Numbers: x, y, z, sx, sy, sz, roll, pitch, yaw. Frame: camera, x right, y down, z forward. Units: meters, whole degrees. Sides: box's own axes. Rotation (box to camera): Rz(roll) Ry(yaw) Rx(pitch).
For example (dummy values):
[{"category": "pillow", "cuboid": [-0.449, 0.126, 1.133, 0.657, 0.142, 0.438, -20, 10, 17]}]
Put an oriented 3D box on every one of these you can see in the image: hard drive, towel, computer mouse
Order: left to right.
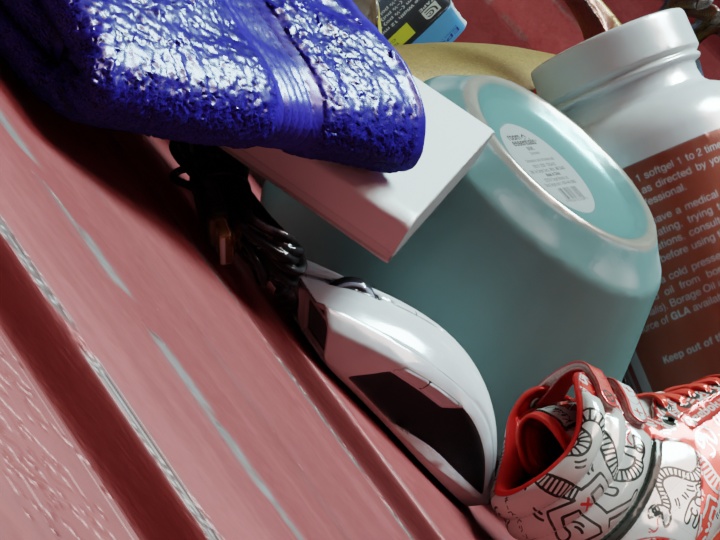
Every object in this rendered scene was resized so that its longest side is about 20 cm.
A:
[{"category": "towel", "cuboid": [-0.070, -0.104, 1.027, 0.199, 0.050, 0.148, 4, 37, -52]}, {"category": "hard drive", "cuboid": [-0.047, -0.088, 1.128, 0.200, 0.026, 0.132, 35, 26, 4]}, {"category": "computer mouse", "cuboid": [0.001, 0.020, 1.122, 0.200, 0.044, 0.110, 46, 4, -29]}]

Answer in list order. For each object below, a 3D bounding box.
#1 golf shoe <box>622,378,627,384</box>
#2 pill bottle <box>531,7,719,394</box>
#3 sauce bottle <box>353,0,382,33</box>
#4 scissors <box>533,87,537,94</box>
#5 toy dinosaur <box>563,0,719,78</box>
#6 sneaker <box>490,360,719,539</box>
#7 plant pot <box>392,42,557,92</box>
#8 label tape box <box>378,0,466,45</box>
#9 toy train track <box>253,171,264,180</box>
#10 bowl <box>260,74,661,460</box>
[{"category": "golf shoe", "cuboid": [0.106, 0.047, 1.400, 0.092, 0.072, 0.200, 63, 26, -5]}, {"category": "pill bottle", "cuboid": [0.161, -0.023, 1.351, 0.112, 0.112, 0.201, 5, 63, -83]}, {"category": "sauce bottle", "cuboid": [-0.022, -0.118, 1.265, 0.065, 0.065, 0.200, 50, -12, 20]}, {"category": "scissors", "cuboid": [0.105, -0.032, 1.402, 0.073, 0.014, 0.200, 48, 34, -22]}, {"category": "toy dinosaur", "cuboid": [0.167, -0.051, 1.454, 0.199, 0.183, 0.105, 16, -1, 15]}, {"category": "sneaker", "cuboid": [0.132, 0.069, 1.166, 0.108, 0.201, 0.067, 51, -40, -13]}, {"category": "plant pot", "cuboid": [0.049, -0.053, 1.499, 0.187, 0.187, 0.200, 51, 17, 30]}, {"category": "label tape box", "cuboid": [-0.037, -0.144, 1.498, 0.066, 0.143, 0.200, 50, 5, 25]}, {"category": "toy train track", "cuboid": [0.000, 0.000, 1.356, 0.200, 0.033, 0.115, 46, 7, -28]}, {"category": "bowl", "cuboid": [0.063, -0.014, 1.255, 0.200, 0.105, 0.201, 35, 23, -17]}]
